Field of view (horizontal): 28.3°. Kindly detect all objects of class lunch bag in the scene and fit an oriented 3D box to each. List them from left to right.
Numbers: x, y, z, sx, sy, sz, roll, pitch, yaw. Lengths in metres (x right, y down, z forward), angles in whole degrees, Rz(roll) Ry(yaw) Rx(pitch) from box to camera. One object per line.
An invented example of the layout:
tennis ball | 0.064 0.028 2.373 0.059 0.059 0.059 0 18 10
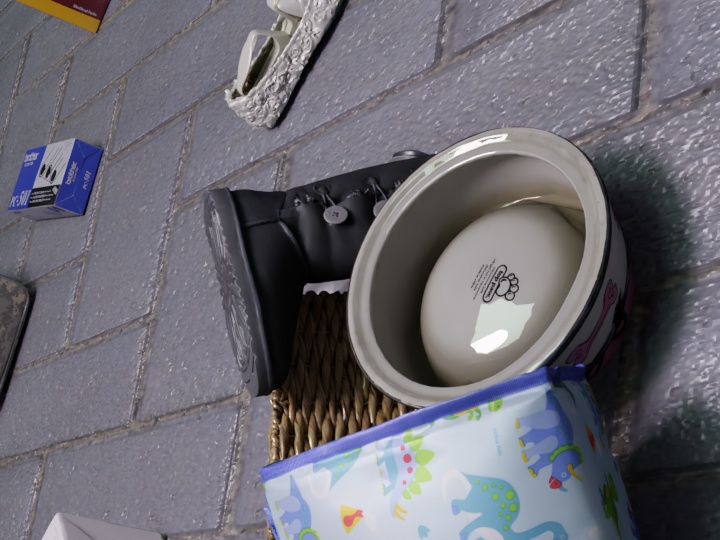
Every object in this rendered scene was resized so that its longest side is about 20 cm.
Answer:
lunch bag | -0.550 0.085 1.939 0.167 0.139 0.202 0 72 58
lunch bag | 0.053 0.161 0.797 0.199 0.127 0.171 -21 79 17

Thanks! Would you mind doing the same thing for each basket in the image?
basket | 0.005 0.128 1.062 0.143 0.148 0.201 94 175 -57

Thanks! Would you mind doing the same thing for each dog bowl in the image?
dog bowl | 0.090 0.011 0.932 0.199 0.074 0.201 -22 51 30

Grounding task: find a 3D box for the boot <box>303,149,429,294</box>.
boot | -0.005 -0.005 1.167 0.199 0.070 0.132 -29 46 35

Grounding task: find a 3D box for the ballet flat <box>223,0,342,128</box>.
ballet flat | -0.073 -0.233 1.405 0.201 0.071 0.072 -62 30 13

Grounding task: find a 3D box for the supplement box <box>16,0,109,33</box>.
supplement box | -0.427 -0.480 2.073 0.201 0.132 0.197 -65 30 10

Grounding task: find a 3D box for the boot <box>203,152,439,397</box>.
boot | 0.000 -0.001 1.030 0.066 0.198 0.166 113 146 -59

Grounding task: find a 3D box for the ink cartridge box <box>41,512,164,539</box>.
ink cartridge box | -0.272 0.334 1.347 0.201 0.117 0.067 -60 34 19

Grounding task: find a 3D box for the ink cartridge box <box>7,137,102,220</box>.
ink cartridge box | -0.416 -0.121 1.932 0.200 0.044 0.095 -2 70 59
